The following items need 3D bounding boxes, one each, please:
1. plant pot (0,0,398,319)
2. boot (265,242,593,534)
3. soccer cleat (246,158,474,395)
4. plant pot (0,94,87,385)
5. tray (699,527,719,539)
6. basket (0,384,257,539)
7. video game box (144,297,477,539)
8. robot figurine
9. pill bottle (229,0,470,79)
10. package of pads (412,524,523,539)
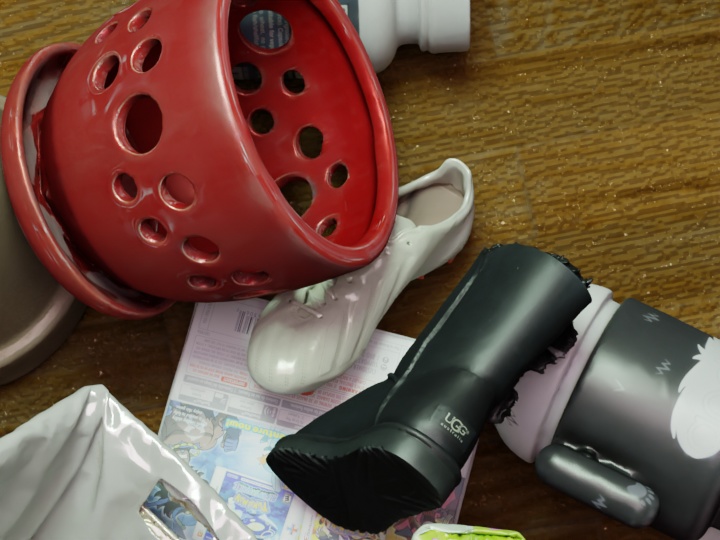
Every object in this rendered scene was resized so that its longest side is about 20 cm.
[{"bbox_3d":[-0.099,-0.071,1.349,0.182,0.200,0.201,-21,74,28],"label":"plant pot"},{"bbox_3d":[0.043,0.068,1.331,0.076,0.200,0.168,45,65,-11],"label":"boot"},{"bbox_3d":[0.000,0.000,1.399,0.069,0.078,0.200,35,55,20],"label":"soccer cleat"},{"bbox_3d":[-0.271,-0.034,1.399,0.199,0.175,0.201,0,77,2],"label":"plant pot"},{"bbox_3d":[0.305,0.217,1.400,0.107,0.022,0.200,-37,78,-8],"label":"tray"},{"bbox_3d":[-0.173,0.212,1.298,0.198,0.161,0.200,43,36,9],"label":"basket"},{"bbox_3d":[-0.030,0.122,1.420,0.199,0.047,0.183,15,74,5],"label":"video game box"},{"bbox_3d":[0.176,0.090,1.380,0.200,0.150,0.125,26,90,11],"label":"robot figurine"},{"bbox_3d":[-0.030,-0.185,1.457,0.199,0.120,0.120,-2,76,0],"label":"pill bottle"},{"bbox_3d":[0.052,0.253,1.266,0.068,0.155,0.201,5,72,-1],"label":"package of pads"}]
